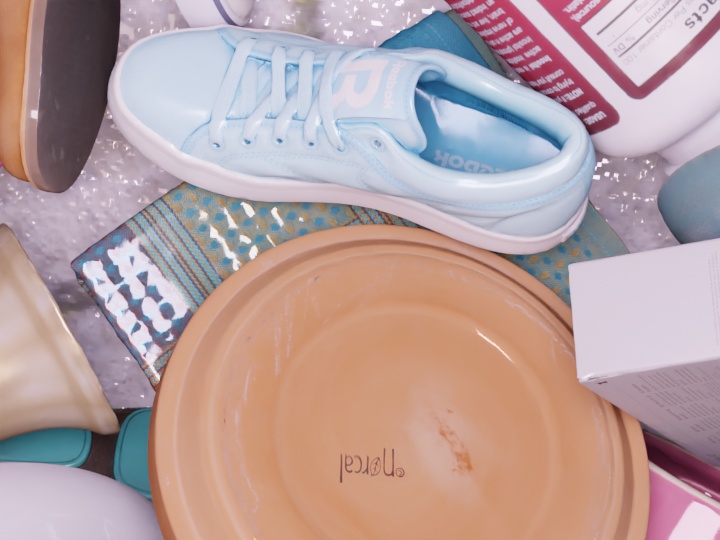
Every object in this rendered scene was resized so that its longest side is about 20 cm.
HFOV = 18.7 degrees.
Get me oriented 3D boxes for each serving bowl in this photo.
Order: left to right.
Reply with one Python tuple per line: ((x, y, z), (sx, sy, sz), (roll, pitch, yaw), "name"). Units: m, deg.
((-0.167, 0.132, 0.929), (0.199, 0.066, 0.200), (-11, 152, -6), "serving bowl")

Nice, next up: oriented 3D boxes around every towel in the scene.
((0.000, 0.000, 0.908), (0.200, 0.022, 0.147), (-35, 92, -13), "towel")

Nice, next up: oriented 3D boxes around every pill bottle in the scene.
((0.099, -0.120, 0.865), (0.113, 0.113, 0.200), (-42, 103, 18), "pill bottle")

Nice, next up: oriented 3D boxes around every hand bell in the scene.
((-0.214, 0.073, 0.932), (0.199, 0.104, 0.105), (-30, 108, -11), "hand bell")

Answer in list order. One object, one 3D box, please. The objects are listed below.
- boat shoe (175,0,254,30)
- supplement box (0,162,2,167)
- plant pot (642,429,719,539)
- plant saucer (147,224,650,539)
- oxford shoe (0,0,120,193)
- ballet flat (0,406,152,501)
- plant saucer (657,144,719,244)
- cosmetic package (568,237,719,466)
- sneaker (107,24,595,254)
((-0.056, -0.195, 0.876), (0.069, 0.071, 0.201), (-6, 104, 10), "boat shoe")
((-0.233, -0.037, 0.934), (0.101, 0.103, 0.200), (42, 107, -12), "supplement box")
((0.117, 0.172, 0.947), (0.199, 0.200, 0.180), (27, 96, -6), "plant pot")
((0.018, 0.071, 0.842), (0.199, 0.201, 0.032), (21, 149, -3), "plant saucer")
((-0.138, -0.124, 0.877), (0.071, 0.071, 0.201), (-6, 72, 12), "oxford shoe")
((-0.115, 0.097, 1.001), (0.199, 0.071, 0.071), (5, 112, 2), "ballet flat")
((0.213, -0.020, 0.830), (0.199, 0.200, 0.028), (-3, 74, 6), "plant saucer")
((0.153, 0.035, 0.877), (0.082, 0.200, 0.051), (-12, 72, 20), "cosmetic package")
((-0.001, -0.066, 0.857), (0.199, 0.074, 0.082), (11, 156, -1), "sneaker")
